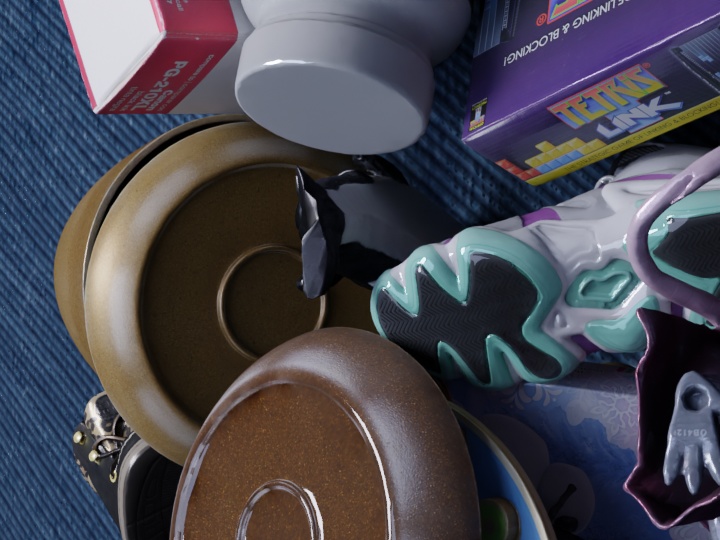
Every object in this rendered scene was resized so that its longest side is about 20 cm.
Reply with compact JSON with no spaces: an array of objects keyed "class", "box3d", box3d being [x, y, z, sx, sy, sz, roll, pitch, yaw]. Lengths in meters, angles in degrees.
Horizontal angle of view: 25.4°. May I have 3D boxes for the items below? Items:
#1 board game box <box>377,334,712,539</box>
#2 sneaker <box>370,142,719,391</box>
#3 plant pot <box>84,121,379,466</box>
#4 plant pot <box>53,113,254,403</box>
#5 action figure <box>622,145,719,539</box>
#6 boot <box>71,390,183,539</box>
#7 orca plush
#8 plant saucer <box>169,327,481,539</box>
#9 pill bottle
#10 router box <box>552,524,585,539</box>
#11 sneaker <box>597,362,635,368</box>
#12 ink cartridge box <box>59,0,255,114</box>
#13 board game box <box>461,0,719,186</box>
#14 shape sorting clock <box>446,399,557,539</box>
[{"class":"board game box","box3d":[0.074,0.140,0.780,0.198,0.043,0.201,6,106,15]},{"class":"sneaker","box3d":[0.111,-0.011,0.753,0.199,0.140,0.078,-9,110,19]},{"class":"plant pot","box3d":[-0.051,0.018,0.880,0.027,0.199,0.201,-174,83,-65]},{"class":"plant pot","box3d":[-0.111,0.003,0.982,0.200,0.186,0.187,4,95,63]},{"class":"action figure","box3d":[0.165,0.062,0.656,0.134,0.200,0.149,-31,61,16]},{"class":"boot","box3d":[-0.137,0.132,1.029,0.151,0.073,0.200,49,164,39]},{"class":"orca plush","box3d":[0.000,0.000,0.816,0.071,0.200,0.105,-40,86,17]},{"class":"plant saucer","box3d":[-0.028,0.123,0.718,0.200,0.032,0.201,-14,70,44]},{"class":"pill bottle","box3d":[0.004,-0.167,0.789,0.116,0.116,0.201,-11,61,47]},{"class":"router box","box3d":[0.127,0.220,0.734,0.199,0.051,0.150,25,110,10]},{"class":"sneaker","box3d":[0.066,0.095,0.851,0.200,0.067,0.090,-39,27,21]},{"class":"ink cartridge box","box3d":[-0.064,-0.167,0.885,0.084,0.199,0.145,-37,66,45]},{"class":"board game box","box3d":[0.139,-0.148,0.722,0.200,0.057,0.166,-24,47,45]},{"class":"shape sorting clock","box3d":[0.009,0.153,0.723,0.199,0.039,0.201,2,92,41]}]
